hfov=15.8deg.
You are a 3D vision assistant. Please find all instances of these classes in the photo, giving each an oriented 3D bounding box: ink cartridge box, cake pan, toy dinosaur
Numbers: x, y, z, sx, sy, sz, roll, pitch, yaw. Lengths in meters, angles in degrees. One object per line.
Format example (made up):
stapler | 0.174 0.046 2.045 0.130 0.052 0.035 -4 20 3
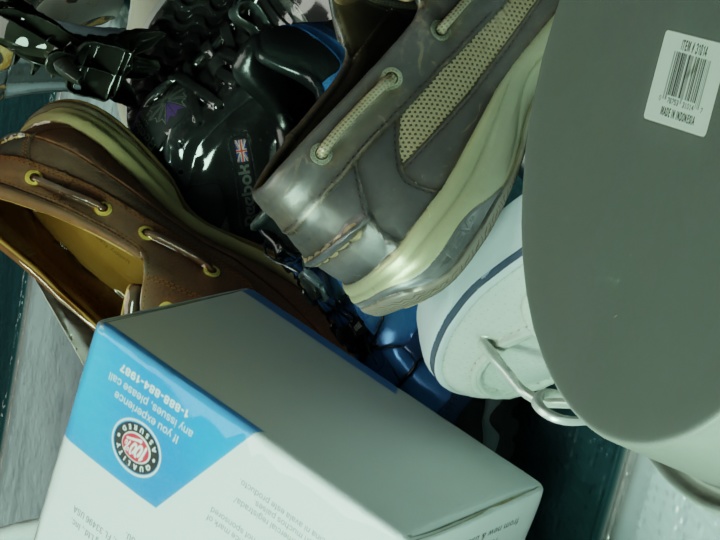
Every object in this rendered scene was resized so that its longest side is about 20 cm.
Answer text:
ink cartridge box | -0.042 0.130 0.906 0.145 0.084 0.200 32 117 29
cake pan | 0.096 -0.039 0.644 0.200 0.037 0.201 -169 90 -68
toy dinosaur | -0.143 -0.130 1.038 0.200 0.136 0.102 -52 -16 -38

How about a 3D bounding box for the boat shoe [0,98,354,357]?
boat shoe | -0.072 0.018 1.018 0.200 0.068 0.072 40 131 8

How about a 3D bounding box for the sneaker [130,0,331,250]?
sneaker | -0.044 -0.065 1.045 0.076 0.087 0.200 -123 40 -51

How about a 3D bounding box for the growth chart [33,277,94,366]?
growth chart | -0.081 0.035 1.078 0.018 0.145 0.200 -50 49 20

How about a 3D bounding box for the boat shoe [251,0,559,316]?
boat shoe | 0.029 -0.083 0.814 0.074 0.073 0.200 -30 31 57

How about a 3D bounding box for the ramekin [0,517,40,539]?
ramekin | -0.132 0.202 1.118 0.098 0.200 0.201 180 90 -74

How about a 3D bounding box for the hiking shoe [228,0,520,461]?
hiking shoe | 0.000 0.000 0.946 0.074 0.087 0.200 133 133 -57

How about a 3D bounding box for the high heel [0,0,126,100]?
high heel | -0.178 -0.147 1.280 0.200 0.142 0.072 -121 39 -50

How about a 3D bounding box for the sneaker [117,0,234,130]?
sneaker | -0.061 -0.149 1.121 0.093 0.070 0.200 -114 36 -55

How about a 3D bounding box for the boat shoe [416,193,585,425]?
boat shoe | 0.087 0.015 0.782 0.202 0.075 0.086 -39 58 49
